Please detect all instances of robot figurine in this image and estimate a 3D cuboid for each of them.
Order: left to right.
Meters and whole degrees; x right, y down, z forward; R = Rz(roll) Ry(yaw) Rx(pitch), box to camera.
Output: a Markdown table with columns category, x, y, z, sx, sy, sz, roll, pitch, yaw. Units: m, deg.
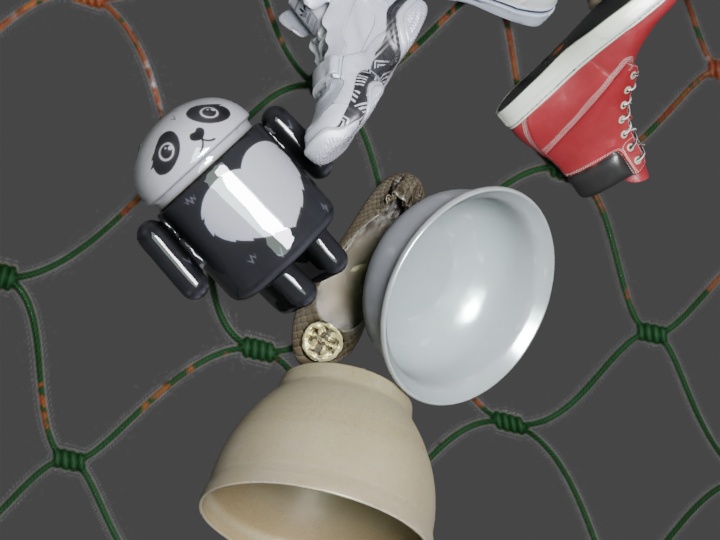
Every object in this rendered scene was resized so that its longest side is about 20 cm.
| category | x | y | z | sx | sy | sz | roll | pitch | yaw |
| --- | --- | --- | --- | --- | --- | --- | --- | --- | --- |
| robot figurine | -0.102 | -0.056 | 1.203 | 0.125 | 0.150 | 0.200 | -38 | 99 | 30 |

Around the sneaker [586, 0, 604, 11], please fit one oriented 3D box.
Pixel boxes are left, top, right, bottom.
| category | x | y | z | sx | sy | sz | roll | pitch | yaw |
| --- | --- | --- | --- | --- | --- | --- | --- | --- | --- |
| sneaker | 0.280 | -0.314 | 1.319 | 0.200 | 0.070 | 0.076 | -34 | 77 | -12 |

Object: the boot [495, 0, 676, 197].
| category | x | y | z | sx | sy | sz | roll | pitch | yaw |
| --- | --- | --- | --- | --- | --- | --- | --- | --- | --- |
| boot | 0.241 | -0.162 | 1.271 | 0.144 | 0.072 | 0.200 | 42 | 116 | -9 |

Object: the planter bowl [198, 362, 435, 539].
| category | x | y | z | sx | sy | sz | roll | pitch | yaw |
| --- | --- | --- | --- | --- | --- | --- | --- | --- | --- |
| planter bowl | -0.024 | 0.163 | 1.199 | 0.200 | 0.200 | 0.135 | 20 | 60 | -10 |

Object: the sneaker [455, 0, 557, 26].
| category | x | y | z | sx | sy | sz | roll | pitch | yaw |
| --- | --- | --- | --- | --- | --- | --- | --- | --- | --- |
| sneaker | 0.093 | -0.284 | 1.261 | 0.199 | 0.071 | 0.073 | 12 | 48 | -18 |

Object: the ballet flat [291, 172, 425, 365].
| category | x | y | z | sx | sy | sz | roll | pitch | yaw |
| --- | --- | --- | --- | --- | --- | --- | --- | --- | --- |
| ballet flat | 0.000 | 0.000 | 1.264 | 0.067 | 0.046 | 0.200 | 32 | 84 | -8 |

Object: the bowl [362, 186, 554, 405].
| category | x | y | z | sx | sy | sz | roll | pitch | yaw |
| --- | --- | --- | --- | --- | --- | --- | --- | --- | --- |
| bowl | 0.071 | 0.010 | 1.236 | 0.201 | 0.090 | 0.202 | -19 | 121 | -34 |

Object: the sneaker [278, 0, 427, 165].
| category | x | y | z | sx | sy | sz | roll | pitch | yaw |
| --- | --- | --- | --- | --- | --- | --- | --- | --- | --- |
| sneaker | -0.028 | -0.188 | 1.229 | 0.115 | 0.075 | 0.200 | 32 | 60 | -4 |
